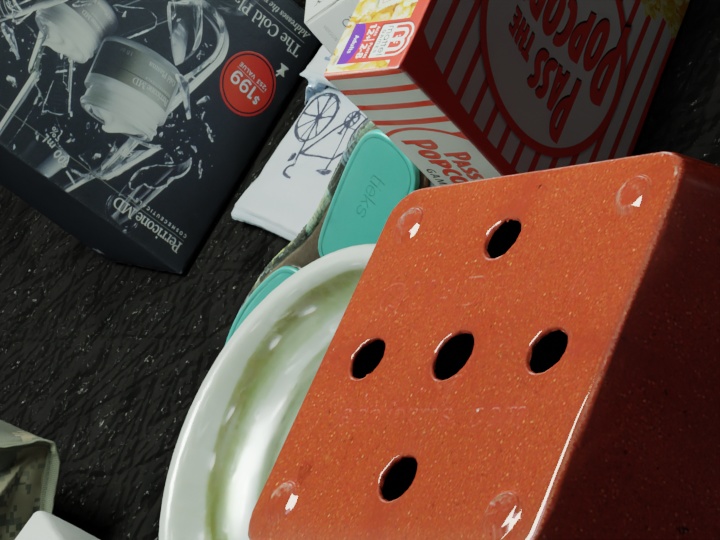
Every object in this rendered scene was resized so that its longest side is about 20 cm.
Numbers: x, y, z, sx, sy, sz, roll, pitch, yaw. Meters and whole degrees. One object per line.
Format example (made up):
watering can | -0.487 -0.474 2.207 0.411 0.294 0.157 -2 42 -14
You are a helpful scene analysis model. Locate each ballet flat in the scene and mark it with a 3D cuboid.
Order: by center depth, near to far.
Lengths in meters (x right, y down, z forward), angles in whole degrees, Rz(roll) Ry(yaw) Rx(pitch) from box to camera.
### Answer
ballet flat | 0.000 0.000 0.914 0.200 0.074 0.074 -52 23 40

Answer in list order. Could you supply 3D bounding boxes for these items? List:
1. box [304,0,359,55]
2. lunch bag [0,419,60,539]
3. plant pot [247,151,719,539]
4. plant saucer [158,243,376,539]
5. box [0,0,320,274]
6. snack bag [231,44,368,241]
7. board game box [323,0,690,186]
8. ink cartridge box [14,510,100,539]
box | 0.035 -0.220 1.108 0.144 0.036 0.200 -32 31 23
lunch bag | -0.249 0.174 1.024 0.164 0.117 0.200 10 93 55
plant pot | 0.086 0.072 0.607 0.200 0.176 0.200 -6 54 53
plant saucer | -0.009 0.088 0.835 0.200 0.050 0.200 -30 46 36
box | -0.155 -0.127 1.139 0.104 0.200 0.182 10 67 57
snack bag | 0.013 -0.093 1.044 0.200 0.021 0.189 -56 30 -5
board game box | 0.079 -0.124 0.849 0.046 0.151 0.200 1 59 43
ink cartridge box | -0.129 0.219 0.844 0.145 0.084 0.200 -54 29 0
